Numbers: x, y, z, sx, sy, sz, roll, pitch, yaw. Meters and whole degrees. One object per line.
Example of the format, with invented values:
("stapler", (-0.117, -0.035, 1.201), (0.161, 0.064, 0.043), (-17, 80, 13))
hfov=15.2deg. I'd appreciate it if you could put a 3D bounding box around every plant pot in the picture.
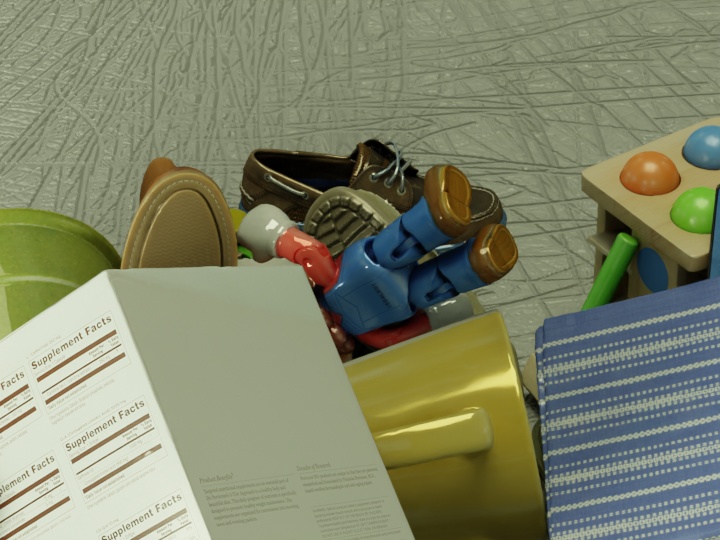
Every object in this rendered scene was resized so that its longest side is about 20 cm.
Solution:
("plant pot", (-0.215, 0.097, 1.693), (0.199, 0.201, 0.191), (-12, 49, -16))

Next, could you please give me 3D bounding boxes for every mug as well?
("mug", (0.027, 0.101, 1.679), (0.152, 0.187, 0.150), (-11, 53, 0))

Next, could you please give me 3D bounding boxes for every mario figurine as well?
("mario figurine", (0.000, 0.000, 1.734), (0.199, 0.124, 0.106), (-28, -11, 26))

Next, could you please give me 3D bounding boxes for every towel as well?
("towel", (0.179, 0.093, 1.653), (0.144, 0.024, 0.201), (-15, 46, 16))

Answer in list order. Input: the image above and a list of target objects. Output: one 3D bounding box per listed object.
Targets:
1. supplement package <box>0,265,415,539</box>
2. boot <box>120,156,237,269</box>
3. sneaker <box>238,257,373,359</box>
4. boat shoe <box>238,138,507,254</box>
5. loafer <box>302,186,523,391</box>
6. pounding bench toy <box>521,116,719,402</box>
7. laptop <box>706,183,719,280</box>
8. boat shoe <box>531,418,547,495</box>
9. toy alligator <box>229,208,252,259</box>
("supplement package", (-0.100, 0.119, 1.523), (0.191, 0.147, 0.201), (-1, 64, -56))
("boot", (-0.117, -0.025, 1.763), (0.076, 0.201, 0.156), (-6, 43, 0))
("sneaker", (-0.011, 0.030, 1.863), (0.199, 0.080, 0.078), (-1, -5, -37))
("boat shoe", (0.008, -0.054, 1.975), (0.198, 0.073, 0.072), (1, 36, 2))
("loafer", (0.037, 0.026, 1.808), (0.075, 0.200, 0.068), (-35, 7, 22))
("pounding bench toy", (0.201, 0.004, 1.820), (0.199, 0.157, 0.124), (-22, 41, -27))
("laptop", (0.321, 0.058, 1.728), (0.186, 0.116, 0.200), (8, 31, -26))
("boat shoe", (0.162, 0.160, 1.677), (0.074, 0.069, 0.200), (-14, 33, -18))
("toy alligator", (-0.121, 0.011, 1.898), (0.199, 0.060, 0.054), (-26, 42, -31))
